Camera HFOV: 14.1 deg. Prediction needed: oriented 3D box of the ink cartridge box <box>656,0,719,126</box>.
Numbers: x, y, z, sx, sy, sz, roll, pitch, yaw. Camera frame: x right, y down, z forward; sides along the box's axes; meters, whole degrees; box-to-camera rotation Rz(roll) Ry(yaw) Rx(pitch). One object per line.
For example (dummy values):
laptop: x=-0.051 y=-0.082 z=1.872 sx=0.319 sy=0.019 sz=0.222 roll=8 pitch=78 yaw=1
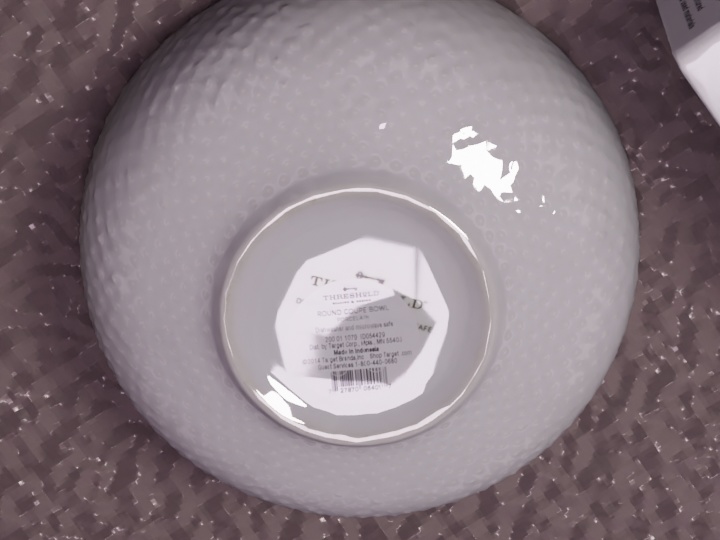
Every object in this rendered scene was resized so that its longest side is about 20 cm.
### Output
ink cartridge box: x=0.221 y=-0.082 z=0.967 sx=0.199 sy=0.084 sz=0.146 roll=-34 pitch=108 yaw=12

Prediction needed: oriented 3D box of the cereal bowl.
cereal bowl: x=0.000 y=0.000 z=1.002 sx=0.199 sy=0.083 sz=0.201 roll=0 pitch=111 yaw=-1
